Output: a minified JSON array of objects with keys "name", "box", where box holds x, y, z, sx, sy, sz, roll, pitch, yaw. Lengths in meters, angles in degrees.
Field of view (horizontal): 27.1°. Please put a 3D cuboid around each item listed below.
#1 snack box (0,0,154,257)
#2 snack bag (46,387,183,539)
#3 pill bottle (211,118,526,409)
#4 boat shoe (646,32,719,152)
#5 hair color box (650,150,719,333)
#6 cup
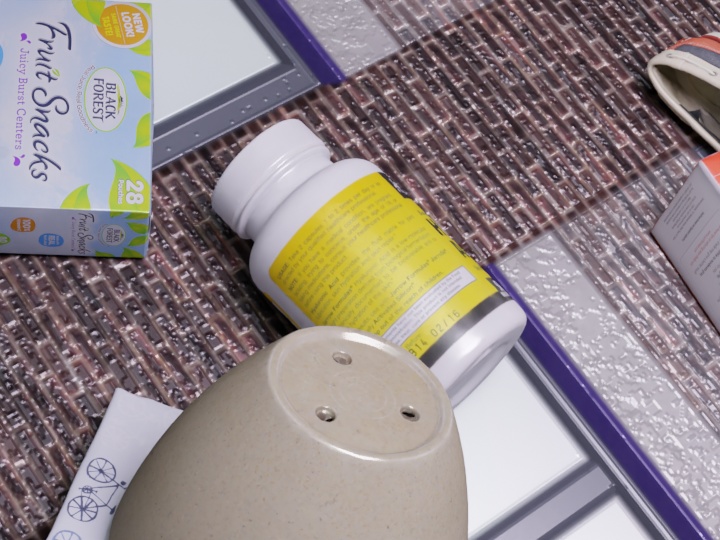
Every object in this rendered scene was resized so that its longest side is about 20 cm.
[{"name":"snack box","box":[-0.237,-0.098,0.982,0.199,0.068,0.169,2,62,-12]},{"name":"snack bag","box":[-0.073,0.156,0.863,0.199,0.021,0.189,18,34,-1]},{"name":"pill bottle","box":[0.000,0.000,0.950,0.111,0.111,0.200,-39,76,-25]},{"name":"boat shoe","box":[0.289,-0.094,1.073,0.062,0.071,0.200,-21,61,-36]},{"name":"hair color box","box":[0.286,0.020,1.000,0.061,0.102,0.200,-23,70,-21]},{"name":"cup","box":[-0.021,0.116,0.801,0.200,0.144,0.201,15,35,-11]}]
